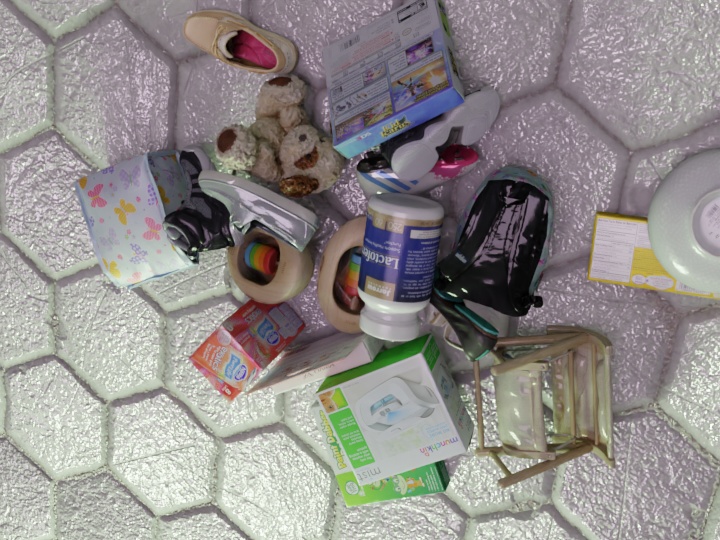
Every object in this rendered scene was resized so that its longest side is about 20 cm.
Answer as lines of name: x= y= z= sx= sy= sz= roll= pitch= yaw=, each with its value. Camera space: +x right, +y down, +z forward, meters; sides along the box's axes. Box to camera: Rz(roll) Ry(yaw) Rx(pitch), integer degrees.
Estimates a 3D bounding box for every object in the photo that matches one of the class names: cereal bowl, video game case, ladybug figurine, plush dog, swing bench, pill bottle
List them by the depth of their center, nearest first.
cereal bowl: x=0.494 y=-0.065 z=1.183 sx=0.196 sy=0.083 sz=0.204 roll=2 pitch=97 yaw=17
video game case: x=0.043 y=-0.282 z=1.257 sx=0.198 sy=0.045 sz=0.184 roll=-22 pitch=58 yaw=25
pill bottle: x=0.056 y=-0.006 z=1.300 sx=0.114 sy=0.116 sz=0.204 roll=12 pitch=106 yaw=15
swing bench: x=0.280 y=0.202 z=1.336 sx=0.196 sy=0.130 sz=0.203 roll=-8 pitch=106 yaw=-10
plush dog: x=-0.106 y=-0.178 z=1.352 sx=0.170 sy=0.201 sz=0.162 roll=25 pitch=148 yaw=20
ladybug figurine: x=0.000 y=0.000 z=1.399 sx=0.133 sy=0.072 sz=0.203 roll=16 pitch=107 yaw=-5
ladybug figurine: x=-0.144 y=-0.018 z=1.419 sx=0.199 sy=0.071 sz=0.138 roll=24 pitch=101 yaw=44

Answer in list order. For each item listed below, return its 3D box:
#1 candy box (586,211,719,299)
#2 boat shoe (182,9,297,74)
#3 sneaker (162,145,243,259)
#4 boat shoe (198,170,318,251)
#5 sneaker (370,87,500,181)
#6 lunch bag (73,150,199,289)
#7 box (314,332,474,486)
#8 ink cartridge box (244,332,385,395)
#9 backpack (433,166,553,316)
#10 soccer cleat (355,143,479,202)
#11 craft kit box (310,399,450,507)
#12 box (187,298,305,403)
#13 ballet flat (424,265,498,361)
candy box: x=0.437 y=-0.023 z=1.269 sx=0.196 sy=0.026 sz=0.104 roll=9 pitch=106 yaw=16
boat shoe: x=-0.197 y=-0.358 z=1.360 sx=0.197 sy=0.069 sz=0.075 roll=19 pitch=113 yaw=13
sneaker: x=-0.272 y=-0.109 z=1.392 sx=0.202 sy=0.112 sz=0.076 roll=58 pitch=160 yaw=23
boat shoe: x=-0.163 y=-0.088 z=1.315 sx=0.198 sy=0.070 sz=0.072 roll=23 pitch=79 yaw=5
sneaker: x=0.104 y=-0.220 z=1.281 sx=0.114 sy=0.199 sz=0.076 roll=42 pitch=163 yaw=43
lunch bag: x=-0.370 y=-0.083 z=1.485 sx=0.167 sy=0.127 sz=0.203 roll=-17 pitch=90 yaw=23
box: x=0.057 y=0.225 z=1.403 sx=0.197 sy=0.097 sz=0.179 roll=-22 pitch=99 yaw=21
ink cartridge box: x=-0.070 y=0.157 z=1.428 sx=0.198 sy=0.176 sz=0.045 roll=-22 pitch=100 yaw=25
backpack: x=0.208 y=-0.052 z=1.288 sx=0.164 sy=0.127 sz=0.203 roll=15 pitch=112 yaw=2
soccer cleat: x=0.090 y=-0.146 z=1.339 sx=0.196 sy=0.070 sz=0.087 roll=-2 pitch=125 yaw=21
craft kit box: x=0.034 y=0.302 z=1.514 sx=0.195 sy=0.048 sz=0.203 roll=-15 pitch=102 yaw=26
box: x=-0.183 y=0.118 z=1.442 sx=0.103 sy=0.200 sz=0.095 roll=46 pitch=114 yaw=-2
ballet flat: x=0.135 y=0.067 z=1.329 sx=0.067 sy=0.201 sz=0.069 roll=18 pitch=112 yaw=-34
